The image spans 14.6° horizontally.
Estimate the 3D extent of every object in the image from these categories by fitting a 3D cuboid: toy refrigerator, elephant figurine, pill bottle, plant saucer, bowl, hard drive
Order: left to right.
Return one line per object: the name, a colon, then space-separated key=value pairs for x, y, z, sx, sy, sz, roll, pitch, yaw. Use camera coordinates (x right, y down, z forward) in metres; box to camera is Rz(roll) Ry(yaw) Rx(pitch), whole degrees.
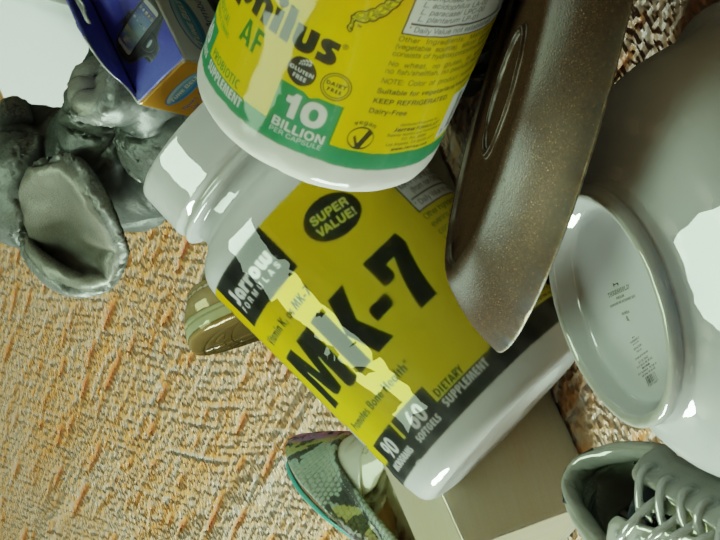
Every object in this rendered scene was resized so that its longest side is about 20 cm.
elephant figurine: x=-0.146 y=-0.055 z=1.462 sx=0.200 sy=0.141 sz=0.156 roll=-42 pitch=59 yaw=28
hard drive: x=-0.124 y=-0.108 z=1.564 sx=0.199 sy=0.025 sz=0.132 roll=19 pitch=152 yaw=22
pill bottle: x=0.000 y=0.000 z=1.311 sx=0.200 sy=0.114 sz=0.114 roll=44 pitch=154 yaw=9
pill bottle: x=0.012 y=-0.142 z=1.164 sx=0.113 sy=0.112 sz=0.201 roll=56 pitch=136 yaw=37
toy refrigerator: x=0.037 y=0.048 z=1.400 sx=0.201 sy=0.076 sz=0.070 roll=65 pitch=159 yaw=18
plant saucer: x=0.070 y=-0.068 z=1.121 sx=0.200 sy=0.032 sz=0.201 roll=-164 pitch=90 yaw=-85
bowl: x=0.133 y=0.002 z=1.089 sx=0.201 sy=0.090 sz=0.202 roll=163 pitch=90 yaw=-71

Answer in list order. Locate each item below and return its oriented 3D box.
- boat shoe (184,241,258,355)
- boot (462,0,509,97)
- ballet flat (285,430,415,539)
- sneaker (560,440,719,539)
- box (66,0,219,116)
boat shoe: x=-0.054 y=0.001 z=1.492 sx=0.200 sy=0.074 sz=0.067 roll=-9 pitch=-102 yaw=-77
boot: x=0.003 y=-0.155 z=1.327 sx=0.199 sy=0.073 sz=0.163 roll=61 pitch=161 yaw=10
ballet flat: x=0.029 y=0.134 z=1.523 sx=0.200 sy=0.069 sz=0.071 roll=49 pitch=132 yaw=40
sneaker: x=0.139 y=0.112 z=1.158 sx=0.073 sy=0.071 sz=0.200 roll=-68 pitch=19 yaw=-8
box: x=-0.072 y=-0.127 z=1.397 sx=0.041 sy=0.200 sz=0.119 roll=-39 pitch=63 yaw=24
